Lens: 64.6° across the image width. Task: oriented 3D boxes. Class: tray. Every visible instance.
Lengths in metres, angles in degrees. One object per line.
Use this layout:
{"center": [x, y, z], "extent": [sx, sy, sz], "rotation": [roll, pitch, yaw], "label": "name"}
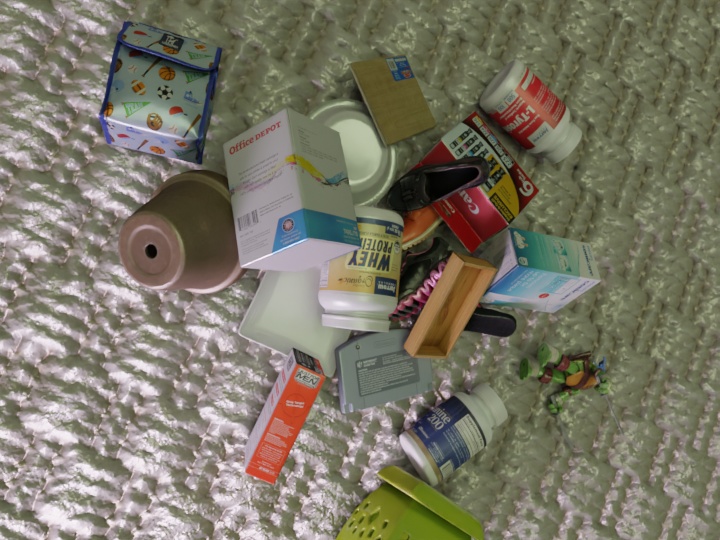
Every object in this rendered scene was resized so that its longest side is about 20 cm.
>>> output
{"center": [0.163, 0.069, 1.042], "extent": [0.097, 0.037, 0.203], "rotation": [8, 117, -40], "label": "tray"}

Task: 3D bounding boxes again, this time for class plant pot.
{"center": [0.094, 0.481, 1.026], "extent": [0.197, 0.199, 0.184], "rotation": [35, 74, -12], "label": "plant pot"}
{"center": [-0.280, -0.050, 0.892], "extent": [0.194, 0.175, 0.207], "rotation": [3, 103, 13], "label": "plant pot"}

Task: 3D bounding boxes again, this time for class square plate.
{"center": [-0.099, 0.064, 1.055], "extent": [0.195, 0.028, 0.204], "rotation": [27, 83, -15], "label": "square plate"}

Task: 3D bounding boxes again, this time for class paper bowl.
{"center": [-0.026, -0.209, 1.040], "extent": [0.195, 0.104, 0.207], "rotation": [0, 91, -15], "label": "paper bowl"}

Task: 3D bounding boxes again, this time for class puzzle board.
{"center": [0.064, -0.319, 1.057], "extent": [0.199, 0.017, 0.154], "rotation": [-34, 100, -50], "label": "puzzle board"}

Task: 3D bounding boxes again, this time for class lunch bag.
{"center": [-0.326, -0.306, 0.949], "extent": [0.165, 0.124, 0.206], "rotation": [12, 73, -15], "label": "lunch bag"}

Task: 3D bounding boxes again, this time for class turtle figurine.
{"center": [0.424, 0.243, 1.144], "extent": [0.190, 0.144, 0.205], "rotation": [24, 80, -10], "label": "turtle figurine"}

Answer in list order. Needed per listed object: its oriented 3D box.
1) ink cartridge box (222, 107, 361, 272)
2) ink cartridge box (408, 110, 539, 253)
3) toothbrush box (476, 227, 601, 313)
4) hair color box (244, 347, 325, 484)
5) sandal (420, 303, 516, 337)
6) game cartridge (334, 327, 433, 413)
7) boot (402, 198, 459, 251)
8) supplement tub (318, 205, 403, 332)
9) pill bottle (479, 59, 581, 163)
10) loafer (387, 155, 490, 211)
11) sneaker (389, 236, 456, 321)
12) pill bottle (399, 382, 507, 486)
{"center": [-0.108, -0.119, 0.906], "extent": [0.145, 0.144, 0.206], "rotation": [6, 70, -56], "label": "ink cartridge box"}
{"center": [0.213, -0.166, 1.072], "extent": [0.201, 0.084, 0.175], "rotation": [49, 55, -1], "label": "ink cartridge box"}
{"center": [0.332, 0.005, 1.098], "extent": [0.195, 0.147, 0.087], "rotation": [8, 58, -22], "label": "toothbrush box"}
{"center": [-0.134, 0.249, 0.993], "extent": [0.060, 0.101, 0.204], "rotation": [25, 93, -14], "label": "hair color box"}
{"center": [0.210, 0.084, 1.125], "extent": [0.194, 0.076, 0.046], "rotation": [13, 44, -4], "label": "sandal"}
{"center": [0.045, 0.180, 1.077], "extent": [0.195, 0.040, 0.138], "rotation": [-7, 95, -26], "label": "game cartridge"}
{"center": [0.105, -0.110, 1.096], "extent": [0.199, 0.075, 0.108], "rotation": [-39, 97, -21], "label": "boot"}
{"center": [0.000, 0.000, 0.996], "extent": [0.140, 0.144, 0.206], "rotation": [6, 85, -15], "label": "supplement tub"}
{"center": [0.343, -0.311, 1.139], "extent": [0.198, 0.112, 0.113], "rotation": [38, 80, -12], "label": "pill bottle"}
{"center": [0.130, -0.154, 1.007], "extent": [0.195, 0.063, 0.074], "rotation": [-17, 97, 23], "label": "loafer"}
{"center": [0.101, 0.015, 1.074], "extent": [0.198, 0.079, 0.096], "rotation": [-38, 65, 8], "label": "sneaker"}
{"center": [0.181, 0.306, 1.090], "extent": [0.197, 0.111, 0.113], "rotation": [-32, 98, -14], "label": "pill bottle"}
